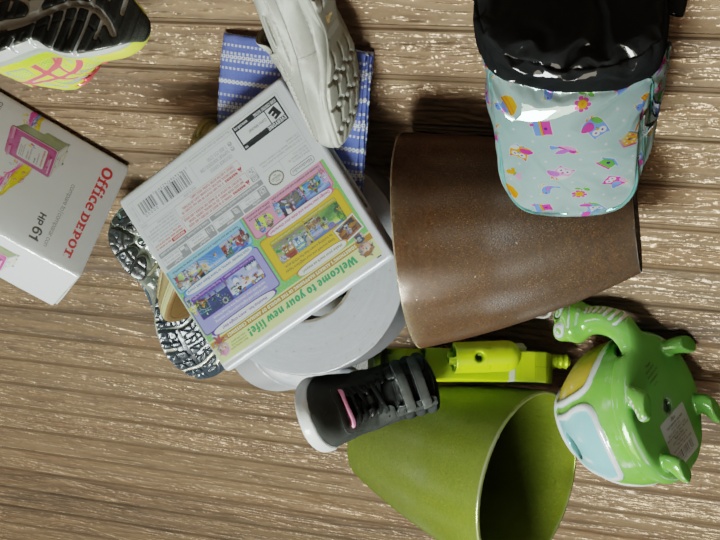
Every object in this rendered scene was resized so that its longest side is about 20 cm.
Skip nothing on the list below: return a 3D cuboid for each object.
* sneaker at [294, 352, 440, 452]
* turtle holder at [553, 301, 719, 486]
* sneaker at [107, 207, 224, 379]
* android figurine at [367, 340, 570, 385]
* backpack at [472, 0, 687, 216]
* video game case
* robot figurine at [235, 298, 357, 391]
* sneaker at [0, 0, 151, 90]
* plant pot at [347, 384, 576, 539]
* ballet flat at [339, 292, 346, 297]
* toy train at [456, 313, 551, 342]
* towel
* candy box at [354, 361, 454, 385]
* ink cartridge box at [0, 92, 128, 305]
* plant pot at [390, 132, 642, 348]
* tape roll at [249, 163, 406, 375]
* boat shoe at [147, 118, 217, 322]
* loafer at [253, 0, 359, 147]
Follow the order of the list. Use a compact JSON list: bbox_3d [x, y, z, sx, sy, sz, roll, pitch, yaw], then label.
[{"bbox_3d":[0.012,0.115,1.626,0.098,0.071,0.200,-22,175,21],"label":"sneaker"},{"bbox_3d":[0.252,0.128,1.714,0.131,0.142,0.185,-12,138,42],"label":"turtle holder"},{"bbox_3d":[-0.188,0.014,1.803,0.077,0.086,0.202,-24,104,3],"label":"sneaker"},{"bbox_3d":[0.111,0.095,1.774,0.197,0.042,0.182,1,175,-10],"label":"android figurine"},{"bbox_3d":[0.163,-0.136,1.371,0.165,0.128,0.201,8,150,12],"label":"backpack"},{"bbox_3d":[-0.091,-0.038,1.538,0.199,0.022,0.183,-34,87,23],"label":"video game case"},{"bbox_3d":[-0.073,0.064,1.794,0.169,0.113,0.200,39,165,-10],"label":"robot figurine"},{"bbox_3d":[-0.253,-0.203,1.562,0.198,0.079,0.090,2,153,37],"label":"sneaker"},{"bbox_3d":[0.090,0.194,1.797,0.198,0.188,0.188,13,151,35],"label":"plant pot"},{"bbox_3d":[0.000,0.000,1.650,0.198,0.071,0.071,7,147,11],"label":"ballet flat"},{"bbox_3d":[0.097,0.009,1.698,0.149,0.056,0.200,-5,141,35],"label":"toy train"},{"bbox_3d":[-0.060,-0.101,1.537,0.143,0.024,0.202,9,104,19],"label":"towel"},{"bbox_3d":[0.064,0.150,1.934,0.198,0.056,0.116,6,144,19],"label":"candy box"},{"bbox_3d":[-0.346,-0.081,1.722,0.199,0.146,0.085,31,146,-17],"label":"ink cartridge box"},{"bbox_3d":[0.140,-0.034,1.514,0.198,0.189,0.188,-5,144,12],"label":"plant pot"},{"bbox_3d":[-0.045,-0.007,1.596,0.198,0.203,0.066,10,-175,15],"label":"tape roll"},{"bbox_3d":[-0.155,-0.046,1.675,0.062,0.073,0.202,35,113,28],"label":"boat shoe"},{"bbox_3d":[-0.050,-0.192,1.440,0.069,0.070,0.202,5,127,26],"label":"loafer"}]
